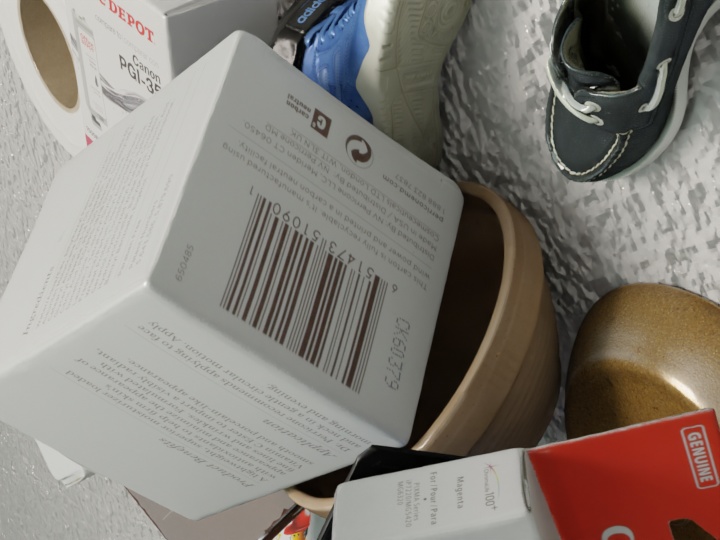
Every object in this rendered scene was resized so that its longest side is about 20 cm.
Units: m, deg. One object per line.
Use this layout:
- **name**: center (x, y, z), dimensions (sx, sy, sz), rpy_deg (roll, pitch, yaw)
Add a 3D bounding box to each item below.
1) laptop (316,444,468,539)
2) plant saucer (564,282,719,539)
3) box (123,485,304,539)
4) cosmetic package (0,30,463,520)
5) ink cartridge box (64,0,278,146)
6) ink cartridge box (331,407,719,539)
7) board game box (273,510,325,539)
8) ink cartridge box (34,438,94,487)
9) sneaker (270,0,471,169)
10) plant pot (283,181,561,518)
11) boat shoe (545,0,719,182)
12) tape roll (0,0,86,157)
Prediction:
- **laptop**: center (0.025, 0.149, 0.762), dimensions (0.200, 0.177, 0.104), rpy_deg (-8, 72, 62)
- **plant saucer**: center (0.166, 0.105, 0.736), dimensions (0.200, 0.035, 0.201), rpy_deg (42, 146, 37)
- **box**: center (-0.116, 0.093, 0.932), dimensions (0.100, 0.075, 0.200), rpy_deg (-44, 78, 23)
- **cosmetic package**: center (-0.078, 0.013, 0.775), dimensions (0.165, 0.166, 0.200), rpy_deg (34, 142, -26)
- **ink cartridge box**: center (-0.120, -0.119, 0.929), dimensions (0.146, 0.083, 0.201), rpy_deg (40, 144, 39)
- **ink cartridge box**: center (0.100, 0.161, 0.672), dimensions (0.044, 0.173, 0.200), rpy_deg (-86, -22, -49)
- **board game box**: center (-0.052, 0.205, 1.043), dimensions (0.200, 0.035, 0.127), rpy_deg (6, 75, 60)
- **ink cartridge box**: center (-0.173, 0.061, 1.132), dimensions (0.145, 0.199, 0.085), rpy_deg (63, 154, 1)
- **sneaker**: center (-0.004, -0.132, 0.786), dimensions (0.111, 0.077, 0.200), rpy_deg (39, 153, 24)
- **plant pot**: center (0.047, 0.059, 0.800), dimensions (0.093, 0.201, 0.201), rpy_deg (32, 165, -25)
- **boat shoe**: center (0.111, -0.102, 0.622), dimensions (0.076, 0.060, 0.200), rpy_deg (50, 151, 25)
- **tape roll**: center (-0.219, -0.188, 1.144), dimensions (0.202, 0.071, 0.203), rpy_deg (43, 147, 37)
